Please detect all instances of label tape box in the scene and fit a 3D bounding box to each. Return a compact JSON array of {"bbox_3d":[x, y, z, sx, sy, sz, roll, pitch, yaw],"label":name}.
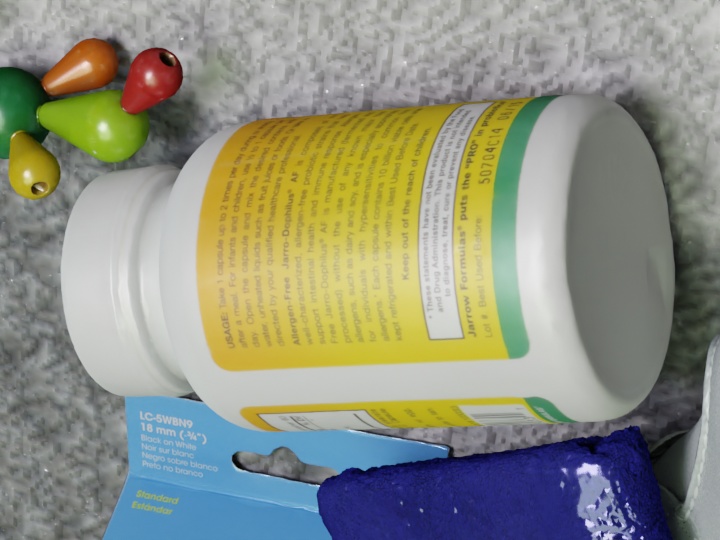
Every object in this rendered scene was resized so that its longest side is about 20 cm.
[{"bbox_3d":[-0.037,0.158,1.179,0.144,0.063,0.200,9,122,20],"label":"label tape box"}]

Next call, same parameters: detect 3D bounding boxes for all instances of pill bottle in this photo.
[{"bbox_3d":[0.000,0.000,1.037,0.200,0.113,0.113,-4,117,27],"label":"pill bottle"}]

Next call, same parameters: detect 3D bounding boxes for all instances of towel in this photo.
[{"bbox_3d":[0.067,0.159,1.069,0.147,0.050,0.200,-10,96,37],"label":"towel"}]

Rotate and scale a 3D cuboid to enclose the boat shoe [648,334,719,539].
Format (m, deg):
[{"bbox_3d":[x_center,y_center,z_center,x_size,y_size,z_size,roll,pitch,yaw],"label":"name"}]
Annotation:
[{"bbox_3d":[0.122,0.100,1.066,0.071,0.070,0.201,10,125,16],"label":"boat shoe"}]

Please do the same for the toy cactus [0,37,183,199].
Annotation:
[{"bbox_3d":[-0.170,-0.078,1.092,0.200,0.102,0.165,26,137,-1],"label":"toy cactus"}]
